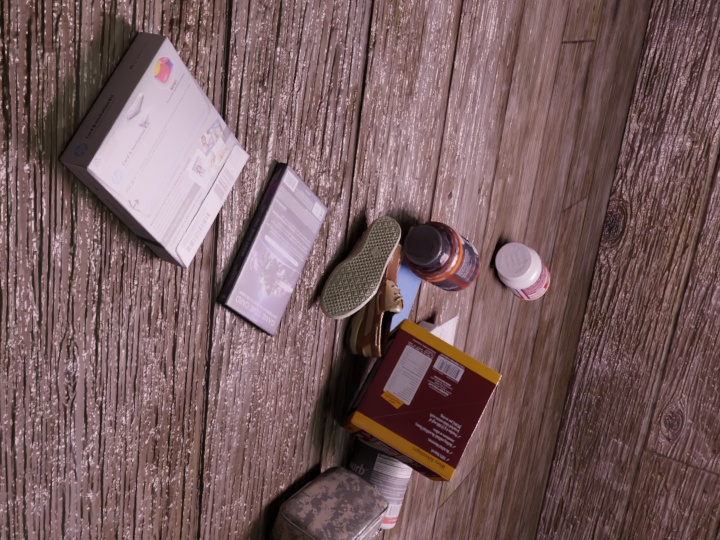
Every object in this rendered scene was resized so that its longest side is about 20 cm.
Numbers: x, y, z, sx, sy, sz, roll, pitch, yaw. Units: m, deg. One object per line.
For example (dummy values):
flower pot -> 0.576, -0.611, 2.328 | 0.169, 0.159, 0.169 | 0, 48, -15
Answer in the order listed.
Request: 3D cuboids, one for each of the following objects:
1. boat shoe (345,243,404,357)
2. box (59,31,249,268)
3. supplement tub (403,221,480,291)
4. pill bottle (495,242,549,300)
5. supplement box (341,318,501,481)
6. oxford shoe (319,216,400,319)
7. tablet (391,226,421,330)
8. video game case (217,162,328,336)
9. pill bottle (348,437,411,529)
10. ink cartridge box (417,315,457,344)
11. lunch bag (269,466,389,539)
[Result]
boat shoe -> 0.040, 0.052, 1.421 | 0.076, 0.073, 0.202 | 15, 92, -65
box -> -0.203, -0.117, 0.870 | 0.157, 0.041, 0.200 | -65, 154, -18
supplement tub -> 0.145, -0.027, 1.517 | 0.200, 0.106, 0.108 | 24, 83, -65
pill bottle -> 0.400, 0.000, 2.078 | 0.200, 0.109, 0.111 | 35, 74, -63
supplement box -> 0.103, 0.228, 1.455 | 0.201, 0.196, 0.133 | -60, -179, -16
oxford shoe -> 0.000, 0.000, 1.328 | 0.201, 0.075, 0.058 | -57, -174, -28
tablet -> 0.080, 0.029, 1.559 | 0.202, 0.014, 0.130 | -69, 154, -8
video game case -> -0.113, -0.025, 1.132 | 0.202, 0.019, 0.143 | -67, 153, -12
pill bottle -> 0.038, 0.362, 1.554 | 0.116, 0.115, 0.202 | 24, 83, -64
ink cartridge box -> 0.131, 0.201, 1.728 | 0.176, 0.044, 0.202 | -27, 129, -56
lunch bag -> -0.061, 0.449, 1.396 | 0.200, 0.139, 0.169 | -26, 144, -56
